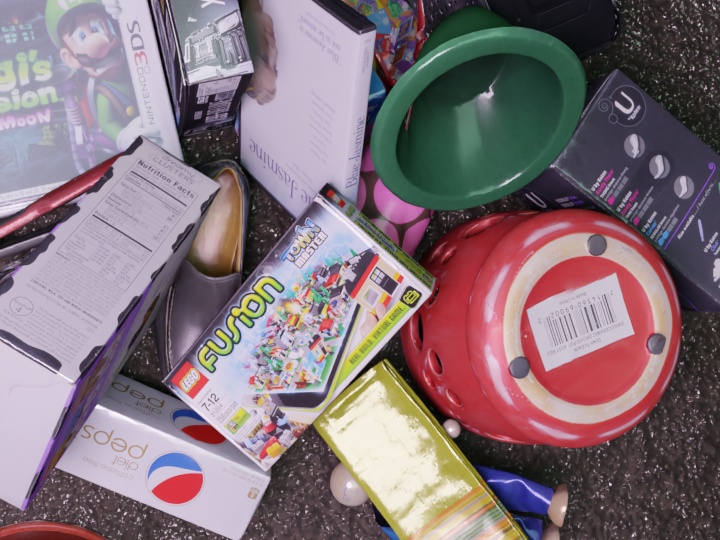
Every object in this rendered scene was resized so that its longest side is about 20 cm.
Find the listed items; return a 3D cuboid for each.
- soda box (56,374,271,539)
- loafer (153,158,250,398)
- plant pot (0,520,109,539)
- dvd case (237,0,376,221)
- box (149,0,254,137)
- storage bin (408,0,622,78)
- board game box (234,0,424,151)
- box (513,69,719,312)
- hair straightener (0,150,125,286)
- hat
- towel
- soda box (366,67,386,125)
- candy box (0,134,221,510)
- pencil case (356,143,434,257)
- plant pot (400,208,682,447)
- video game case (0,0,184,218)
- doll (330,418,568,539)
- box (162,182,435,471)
[{"bbox_3d":[-0.170,0.137,0.733,0.198,0.068,0.064,25,103,-11],"label":"soda box"},{"bbox_3d":[-0.129,0.007,0.751,0.072,0.072,0.203,5,88,-13],"label":"loafer"},{"bbox_3d":[-0.243,0.302,0.653,0.198,0.195,0.204,0,88,-12],"label":"plant pot"},{"bbox_3d":[-0.048,-0.123,0.691,0.017,0.202,0.143,-26,53,-30],"label":"dvd case"},{"bbox_3d":[-0.128,-0.198,0.692,0.049,0.200,0.160,-13,92,-12],"label":"box"},{"bbox_3d":[0.118,-0.258,0.791,0.134,0.094,0.202,-27,95,-26],"label":"storage bin"},{"bbox_3d":[-0.020,-0.166,0.797,0.156,0.039,0.203,12,85,-12],"label":"board game box"},{"bbox_3d":[0.245,-0.064,0.813,0.199,0.122,0.107,37,81,-10],"label":"box"},{"bbox_3d":[-0.246,-0.018,0.731,0.199,0.041,0.078,-31,116,-10],"label":"hair straightener"},{"bbox_3d":[0.074,-0.178,0.726,0.164,0.201,0.177,3,49,-23],"label":"hat"},{"bbox_3d":[0.050,0.176,0.752,0.086,0.018,0.201,-39,84,5],"label":"towel"},{"bbox_3d":[-0.055,-0.203,0.749,0.067,0.064,0.202,-29,83,-4],"label":"soda box"},{"bbox_3d":[-0.188,0.032,0.626,0.071,0.168,0.201,31,43,-5],"label":"candy box"},{"bbox_3d":[0.000,0.000,0.775,0.090,0.094,0.201,29,85,15],"label":"pencil case"},{"bbox_3d":[0.148,0.049,0.760,0.198,0.182,0.203,0,90,-13],"label":"plant pot"},{"bbox_3d":[-0.258,-0.144,0.752,0.197,0.023,0.184,-13,91,-13],"label":"video game case"},{"bbox_3d":[0.072,0.190,0.784,0.197,0.049,0.138,8,112,7],"label":"doll"},{"bbox_3d":[-0.049,0.046,0.694,0.110,0.035,0.200,40,110,-4],"label":"box"}]
